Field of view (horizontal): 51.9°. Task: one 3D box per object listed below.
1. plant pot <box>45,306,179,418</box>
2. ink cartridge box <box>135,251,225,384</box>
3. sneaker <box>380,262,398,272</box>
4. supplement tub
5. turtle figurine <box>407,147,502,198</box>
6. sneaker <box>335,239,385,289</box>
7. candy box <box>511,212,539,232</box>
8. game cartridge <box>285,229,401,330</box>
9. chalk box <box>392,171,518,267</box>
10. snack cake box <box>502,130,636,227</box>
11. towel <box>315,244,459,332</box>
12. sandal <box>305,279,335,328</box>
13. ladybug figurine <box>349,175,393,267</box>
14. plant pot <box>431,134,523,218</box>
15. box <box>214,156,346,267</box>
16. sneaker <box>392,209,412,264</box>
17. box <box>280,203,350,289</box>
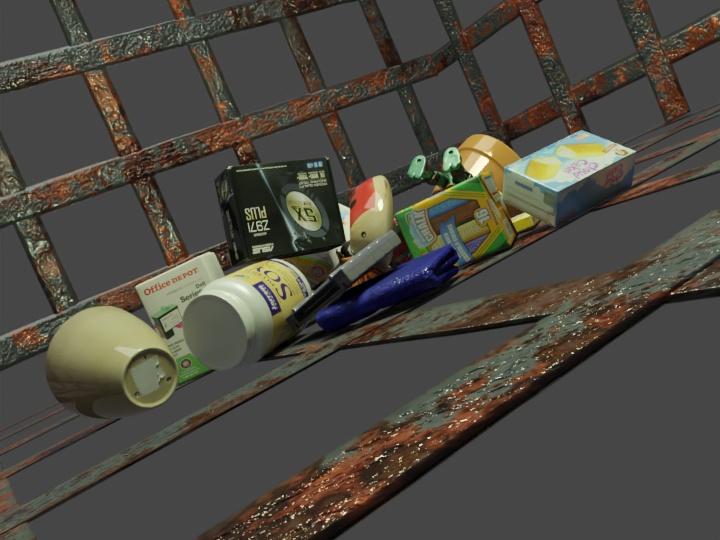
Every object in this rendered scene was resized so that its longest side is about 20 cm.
[{"bbox_3d":[-0.377,0.158,1.181,0.186,0.189,0.199,-26,18,-36],"label":"plant pot"},{"bbox_3d":[-0.306,0.086,1.380,0.144,0.202,0.084,-24,3,8],"label":"ink cartridge box"},{"bbox_3d":[0.065,-0.012,1.522,0.099,0.076,0.200,-12,15,26],"label":"sneaker"},{"bbox_3d":[-0.181,0.070,1.210,0.144,0.147,0.200,-22,4,28],"label":"supplement tub"},{"bbox_3d":[0.172,-0.140,1.339,0.149,0.101,0.200,-27,-40,18],"label":"turtle figurine"},{"bbox_3d":[0.000,0.000,1.296,0.077,0.113,0.200,-25,3,-13],"label":"sneaker"},{"bbox_3d":[0.231,-0.061,1.364,0.199,0.027,0.102,-23,1,24],"label":"candy box"},{"bbox_3d":[-0.029,0.015,1.136,0.130,0.038,0.200,-44,2,-39],"label":"game cartridge"},{"bbox_3d":[0.141,-0.066,1.228,0.199,0.125,0.125,-23,3,21],"label":"chalk box"},{"bbox_3d":[0.343,-0.154,1.215,0.199,0.068,0.115,-27,40,-29],"label":"snack cake box"},{"bbox_3d":[0.045,0.032,1.085,0.199,0.050,0.148,-25,6,27],"label":"towel"},{"bbox_3d":[-0.123,0.073,1.346,0.199,0.076,0.048,-30,-44,27],"label":"sandal"},{"bbox_3d":[0.018,-0.084,1.240,0.071,0.137,0.201,-1,30,1],"label":"ladybug figurine"},{"bbox_3d":[0.238,-0.153,1.502,0.140,0.201,0.200,-42,8,-17],"label":"plant pot"},{"bbox_3d":[-0.143,-0.106,1.326,0.198,0.166,0.086,-10,-4,-29],"label":"box"},{"bbox_3d":[0.058,-0.027,1.394,0.078,0.116,0.200,-48,10,-31],"label":"sneaker"},{"bbox_3d":[-0.082,-0.028,1.463,0.113,0.101,0.201,108,-172,-54],"label":"box"}]
